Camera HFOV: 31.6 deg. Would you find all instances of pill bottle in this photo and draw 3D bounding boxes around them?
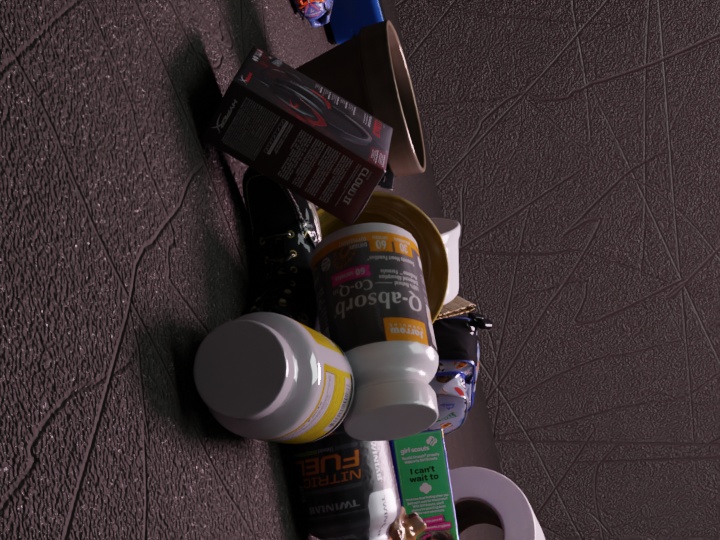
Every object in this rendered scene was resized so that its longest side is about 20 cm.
[{"bbox_3d":[-0.016,0.214,1.350,0.106,0.106,0.201,23,55,-78],"label":"pill bottle"},{"bbox_3d":[0.017,0.062,1.288,0.116,0.116,0.201,60,17,-60],"label":"pill bottle"},{"bbox_3d":[-0.078,0.096,1.133,0.200,0.111,0.112,41,38,-75],"label":"pill bottle"}]

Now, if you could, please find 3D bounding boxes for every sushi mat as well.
[{"bbox_3d":[0.065,0.026,1.791,0.200,0.095,0.012,31,-56,50],"label":"sushi mat"}]

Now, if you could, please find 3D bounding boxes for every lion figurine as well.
[{"bbox_3d":[-0.005,0.244,1.457,0.200,0.072,0.123,43,27,-33],"label":"lion figurine"}]

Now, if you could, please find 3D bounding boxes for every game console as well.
[{"bbox_3d":[-0.025,-0.500,2.168,0.118,0.170,0.201,-46,127,-46],"label":"game console"}]

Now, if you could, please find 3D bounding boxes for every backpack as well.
[{"bbox_3d":[0.082,0.152,1.784,0.191,0.199,0.155,80,14,-64],"label":"backpack"}]

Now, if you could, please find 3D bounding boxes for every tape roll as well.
[{"bbox_3d":[0.173,0.411,1.910,0.139,0.202,0.203,59,21,-60],"label":"tape roll"}]

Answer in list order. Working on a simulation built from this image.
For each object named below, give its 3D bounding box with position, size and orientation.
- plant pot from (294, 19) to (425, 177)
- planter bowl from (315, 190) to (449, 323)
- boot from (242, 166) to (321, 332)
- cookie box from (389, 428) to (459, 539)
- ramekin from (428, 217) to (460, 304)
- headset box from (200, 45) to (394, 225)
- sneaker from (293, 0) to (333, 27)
[{"bbox_3d":[-0.021,-0.204,1.636,0.200,0.173,0.201,-12,90,-79],"label":"plant pot"},{"bbox_3d":[0.000,0.000,1.527,0.083,0.200,0.201,-140,-145,-76],"label":"planter bowl"},{"bbox_3d":[-0.083,-0.001,1.341,0.154,0.073,0.204,-72,147,-65],"label":"boot"},{"bbox_3d":[0.077,0.327,1.698,0.171,0.075,0.201,110,-28,-71],"label":"cookie box"},{"bbox_3d":[0.037,-0.004,1.677,0.200,0.200,0.098,-56,140,-77],"label":"ramekin"},{"bbox_3d":[-0.053,-0.139,1.335,0.200,0.075,0.149,30,23,-8],"label":"headset box"},{"bbox_3d":[-0.072,-0.420,1.913,0.200,0.075,0.079,13,69,-77],"label":"sneaker"}]
